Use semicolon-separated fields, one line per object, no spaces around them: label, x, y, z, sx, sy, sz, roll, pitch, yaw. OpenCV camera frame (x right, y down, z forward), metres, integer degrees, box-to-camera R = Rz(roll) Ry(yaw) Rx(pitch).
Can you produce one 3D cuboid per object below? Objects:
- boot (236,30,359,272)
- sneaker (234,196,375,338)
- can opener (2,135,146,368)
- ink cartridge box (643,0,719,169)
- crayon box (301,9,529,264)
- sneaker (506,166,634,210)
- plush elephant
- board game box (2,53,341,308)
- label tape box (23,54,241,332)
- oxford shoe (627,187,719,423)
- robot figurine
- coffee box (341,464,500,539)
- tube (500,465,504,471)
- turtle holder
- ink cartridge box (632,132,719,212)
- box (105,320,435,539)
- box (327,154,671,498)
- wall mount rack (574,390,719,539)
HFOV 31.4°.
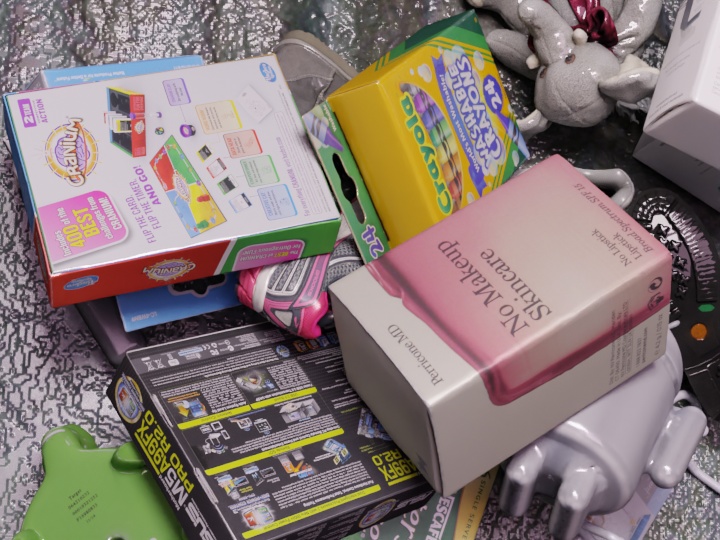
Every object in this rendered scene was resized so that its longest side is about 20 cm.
boot;-0.039;-0.074;0.979;0.181;0.073;0.201;32;47;-6
sneaker;0.000;0.000;0.948;0.074;0.081;0.199;34;41;30
can opener;-0.210;-0.025;0.980;0.066;0.053;0.201;-31;86;-13
ink cartridge box;0.311;-0.172;0.949;0.144;0.085;0.202;24;75;-10
crayon box;0.048;-0.098;0.942;0.200;0.051;0.127;-44;115;-49
sneaker;0.129;-0.056;1.045;0.197;0.081;0.076;-6;80;-11
plush elephant;0.171;-0.182;1.034;0.201;0.164;0.155;57;32;-13
board game box;-0.130;-0.067;0.876;0.198;0.040;0.154;-11;60;-19
label tape box;-0.160;-0.055;0.967;0.142;0.066;0.202;-13;81;-40
oxford shoe;0.266;0.027;1.053;0.072;0.084;0.202;-21;97;7
robot figurine;0.170;0.099;0.952;0.168;0.113;0.201;27;57;13
coffee box;0.000;0.162;0.985;0.198;0.044;0.124;25;72;-6
tube;0.102;0.084;1.022;0.077;0.050;0.202;-29;83;6
turtle holder;-0.173;0.197;0.894;0.184;0.132;0.142;22;70;16
ink cartridge box;0.367;-0.122;1.073;0.199;0.146;0.148;31;73;-4
box;-0.054;0.113;0.887;0.199;0.044;0.161;-11;57;-44
box;0.096;0.034;0.872;0.199;0.110;0.128;-30;51;-16
wall mount rack;0.252;0.205;1.018;0.201;0.074;0.174;-53;124;-16
